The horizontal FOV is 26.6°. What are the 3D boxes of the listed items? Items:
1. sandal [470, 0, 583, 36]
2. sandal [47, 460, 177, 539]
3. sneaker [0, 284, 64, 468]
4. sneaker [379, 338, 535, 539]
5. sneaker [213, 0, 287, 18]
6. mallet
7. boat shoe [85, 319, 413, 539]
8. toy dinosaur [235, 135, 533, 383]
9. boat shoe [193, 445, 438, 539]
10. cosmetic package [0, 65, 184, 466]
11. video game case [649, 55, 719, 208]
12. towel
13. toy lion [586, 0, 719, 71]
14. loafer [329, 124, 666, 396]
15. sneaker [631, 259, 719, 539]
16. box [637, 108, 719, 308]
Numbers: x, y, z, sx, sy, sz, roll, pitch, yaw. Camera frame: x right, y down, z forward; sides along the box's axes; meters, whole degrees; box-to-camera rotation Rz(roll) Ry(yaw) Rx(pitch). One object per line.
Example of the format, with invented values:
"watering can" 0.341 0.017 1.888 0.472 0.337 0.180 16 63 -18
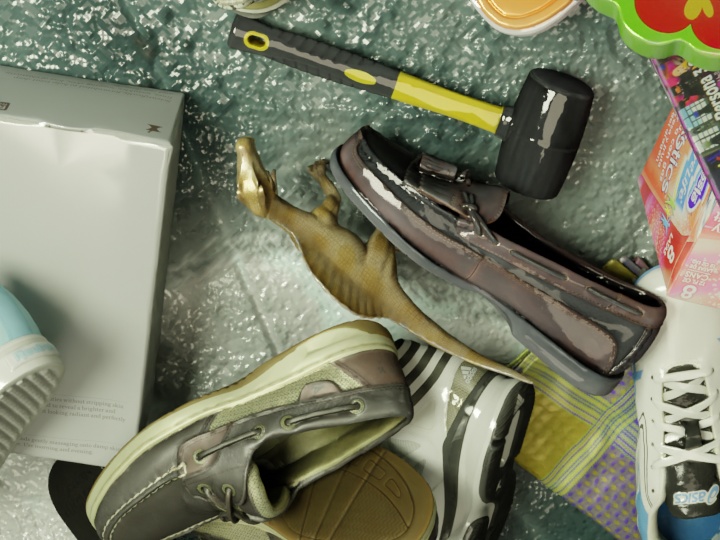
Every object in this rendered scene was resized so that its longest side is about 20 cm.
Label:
"sandal" 0.121 -0.206 0.737 0.079 0.059 0.207 43 106 2
"sandal" -0.124 0.194 0.901 0.200 0.045 0.075 48 121 6
"sneaker" -0.229 0.075 0.802 0.200 0.074 0.082 -44 71 28
"sneaker" 0.030 0.117 0.905 0.114 0.076 0.202 27 132 19
"sneaker" -0.015 -0.199 0.733 0.076 0.089 0.201 30 112 -13
"mallet" 0.029 -0.105 0.809 0.198 0.041 0.066 25 113 -6
"boat shoe" -0.060 0.102 0.821 0.200 0.066 0.072 -33 141 8
"toy dinosaur" 0.000 0.000 0.819 0.199 0.101 0.058 38 112 -15
"boat shoe" -0.033 0.137 0.877 0.198 0.074 0.065 7 144 38
"cosmetic package" -0.162 0.000 0.834 0.111 0.081 0.203 10 114 -4
"video game case" 0.224 -0.123 0.708 0.179 0.201 0.036 -25 134 11
"towel" 0.173 0.096 0.907 0.199 0.023 0.144 40 109 -16
"toy lion" 0.146 -0.195 0.681 0.198 0.069 0.194 23 88 10
"loafer" 0.076 -0.018 0.813 0.199 0.072 0.063 39 117 -5
"sneaker" 0.186 0.090 0.853 0.071 0.073 0.203 -8 114 6
"box" 0.256 -0.031 0.785 0.197 0.103 0.095 11 129 -11
